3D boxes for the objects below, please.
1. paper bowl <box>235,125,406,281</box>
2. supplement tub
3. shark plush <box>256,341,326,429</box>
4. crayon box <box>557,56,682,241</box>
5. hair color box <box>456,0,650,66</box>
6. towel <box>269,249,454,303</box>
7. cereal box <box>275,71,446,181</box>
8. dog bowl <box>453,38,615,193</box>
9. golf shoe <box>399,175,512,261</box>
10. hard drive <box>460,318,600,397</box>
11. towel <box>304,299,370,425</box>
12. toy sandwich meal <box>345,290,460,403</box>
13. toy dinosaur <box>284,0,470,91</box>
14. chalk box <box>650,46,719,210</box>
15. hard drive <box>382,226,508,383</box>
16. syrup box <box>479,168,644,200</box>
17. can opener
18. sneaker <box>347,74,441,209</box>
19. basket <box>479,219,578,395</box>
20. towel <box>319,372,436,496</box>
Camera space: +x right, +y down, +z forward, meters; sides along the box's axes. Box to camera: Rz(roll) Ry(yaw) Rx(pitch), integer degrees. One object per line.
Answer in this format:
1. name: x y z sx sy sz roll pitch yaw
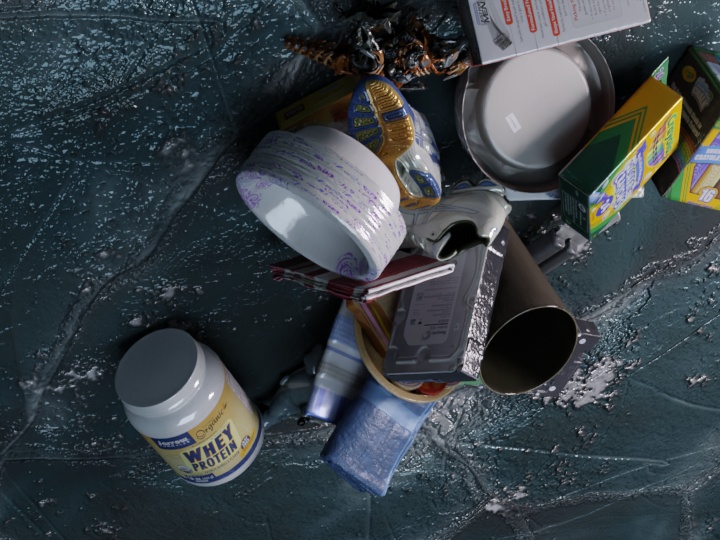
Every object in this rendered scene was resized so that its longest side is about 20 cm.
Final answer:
1. paper bowl: -0.035 -0.086 1.553 0.105 0.200 0.201 -53 139 -18
2. supplement tub: -0.229 0.183 1.820 0.144 0.145 0.200 -25 137 6
3. shark plush: -0.086 0.180 1.912 0.199 0.084 0.091 -24 137 4
4. crayon box: 0.321 -0.143 1.626 0.200 0.052 0.126 -47 157 -11
5. hair color box: 0.211 -0.305 1.519 0.199 0.064 0.112 -15 97 -6
6. towel: 0.000 0.000 1.672 0.143 0.199 0.023 -18 110 -35
7. cereal box: 0.004 -0.149 1.651 0.143 0.040 0.200 -28 136 8
8. dog bowl: 0.200 -0.194 1.607 0.199 0.059 0.202 -4 102 -18
9. golf shoe: 0.084 -0.051 1.650 0.199 0.098 0.078 -16 129 33
10. hard drive: 0.238 0.121 2.007 0.199 0.038 0.140 8 130 -27
11. towel: 0.011 0.121 1.851 0.146 0.024 0.201 25 82 -36
12. toy sandwich meal: 0.074 0.074 1.800 0.204 0.207 0.070 14 153 -31
13. toy dinosaur: 0.019 -0.250 1.509 0.199 0.102 0.136 -14 135 -7
14. chalk box: 0.456 -0.193 1.712 0.123 0.125 0.200 10 130 -28
15. hard drive: 0.105 0.040 1.695 0.038 0.201 0.139 28 157 -37
16. syrup box: 0.253 -0.130 1.714 0.199 0.081 0.079 -2 96 -17
17. can opener: 0.266 -0.047 1.848 0.053 0.067 0.200 24 135 -37
18. sneaker: 0.040 -0.162 1.568 0.075 0.089 0.200 -7 139 19
19. basket: 0.180 0.032 1.771 0.135 0.201 0.181 -18 141 -8
20. towel: 0.034 0.198 1.836 0.112 0.048 0.201 41 75 -31
